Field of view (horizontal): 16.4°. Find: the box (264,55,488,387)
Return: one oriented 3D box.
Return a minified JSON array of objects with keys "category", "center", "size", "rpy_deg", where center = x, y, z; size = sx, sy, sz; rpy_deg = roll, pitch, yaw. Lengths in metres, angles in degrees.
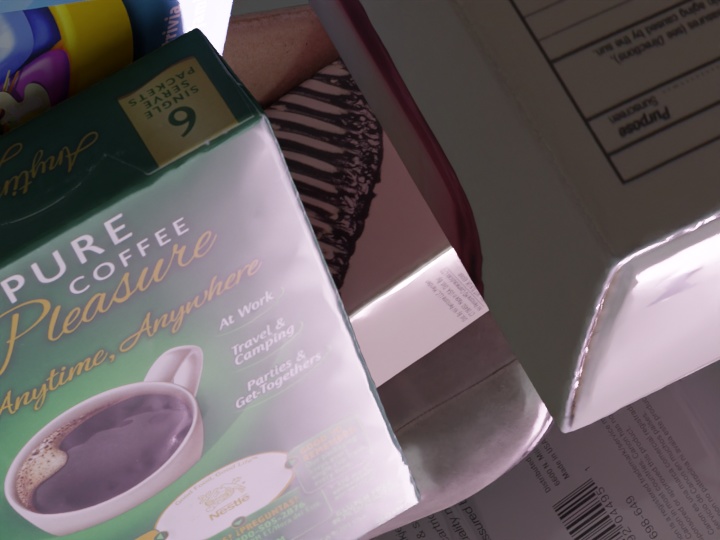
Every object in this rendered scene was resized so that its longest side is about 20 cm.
[{"category":"box","center":[-0.047,0.017,0.815],"size":[0.200,0.082,0.068],"rpy_deg":[-36,158,4]}]

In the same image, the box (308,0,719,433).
[{"category":"box","center":[0.062,-0.084,0.629],"size":[0.127,0.200,0.109],"rpy_deg":[-24,159,-13]}]

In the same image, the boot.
[{"category":"boot","center":[-0.023,0.087,0.855],"size":[0.200,0.068,0.131],"rpy_deg":[-33,-175,29]}]

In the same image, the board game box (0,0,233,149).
[{"category":"board game box","center":[-0.130,-0.048,0.644],"size":[0.199,0.047,0.151],"rpy_deg":[-20,148,-26]}]

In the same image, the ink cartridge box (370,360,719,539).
[{"category":"ink cartridge box","center":[0.060,0.094,0.992],"size":[0.200,0.146,0.085],"rpy_deg":[-39,164,23]}]

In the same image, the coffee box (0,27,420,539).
[{"category":"coffee box","center":[-0.061,0.032,0.712],"size":[0.123,0.044,0.200],"rpy_deg":[-30,142,-5]}]

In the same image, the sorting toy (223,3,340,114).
[{"category":"sorting toy","center":[-0.070,-0.021,0.859],"size":[0.185,0.037,0.200],"rpy_deg":[-14,151,-38]}]
